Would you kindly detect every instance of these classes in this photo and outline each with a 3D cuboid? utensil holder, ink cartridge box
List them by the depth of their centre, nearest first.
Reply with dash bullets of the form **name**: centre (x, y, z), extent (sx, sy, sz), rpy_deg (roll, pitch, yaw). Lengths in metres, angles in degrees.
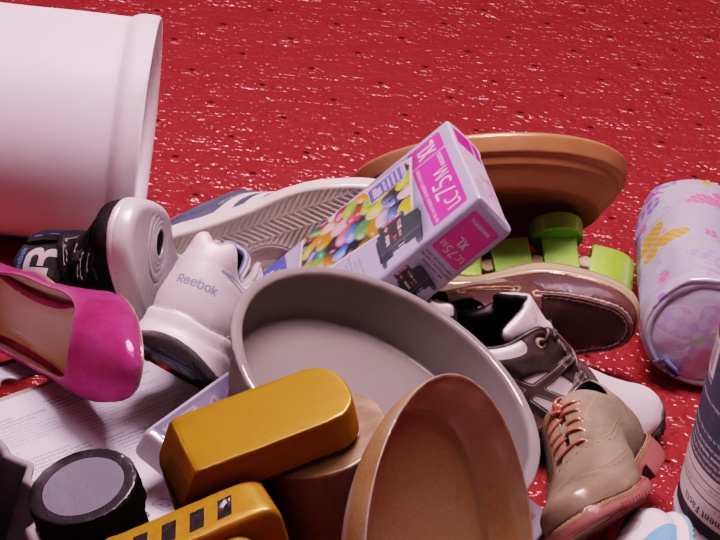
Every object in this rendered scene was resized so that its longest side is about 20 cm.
- **ink cartridge box**: centre (-0.152, 0.112, 1.354), extent (0.200, 0.041, 0.200), rpy_deg (27, 28, 32)
- **ink cartridge box**: centre (0.000, 0.000, 1.490), extent (0.042, 0.200, 0.119), rpy_deg (43, 14, -25)
- **utensil holder**: centre (-0.247, -0.105, 1.627), extent (0.200, 0.170, 0.170), rpy_deg (6, 26, -3)

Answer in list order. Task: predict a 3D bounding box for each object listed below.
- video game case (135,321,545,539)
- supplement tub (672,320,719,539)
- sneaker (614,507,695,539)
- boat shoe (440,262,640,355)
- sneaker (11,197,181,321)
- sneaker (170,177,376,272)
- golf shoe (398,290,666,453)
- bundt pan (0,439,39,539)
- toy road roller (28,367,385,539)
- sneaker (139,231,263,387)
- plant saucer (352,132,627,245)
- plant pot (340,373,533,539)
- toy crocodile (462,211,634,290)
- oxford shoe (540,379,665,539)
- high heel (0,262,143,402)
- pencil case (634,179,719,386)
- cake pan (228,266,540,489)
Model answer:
- **video game case**: centre (-0.004, 0.124, 1.336), extent (0.200, 0.023, 0.182), rpy_deg (37, 32, 11)
- **supplement tub**: centre (0.258, 0.105, 1.335), extent (0.140, 0.200, 0.140), rpy_deg (8, 26, -4)
- **sneaker**: centre (0.138, 0.185, 1.273), extent (0.081, 0.077, 0.200), rpy_deg (9, 23, 7)
- **boat shoe**: centre (0.089, 0.039, 1.570), extent (0.200, 0.072, 0.072), rpy_deg (6, 33, 1)
- **sneaker**: centre (-0.174, 0.000, 1.478), extent (0.112, 0.073, 0.200), rpy_deg (7, -14, 8)
- **sneaker**: centre (-0.053, -0.031, 1.598), extent (0.200, 0.075, 0.085), rpy_deg (-9, 19, 9)
- **golf shoe**: centre (0.116, 0.065, 1.481), extent (0.200, 0.095, 0.078), rpy_deg (8, 22, -25)
- **bundt pan**: centre (-0.264, 0.146, 1.201), extent (0.202, 0.076, 0.202), rpy_deg (8, 25, -4)
- **toy road roller**: centre (-0.059, 0.155, 1.159), extent (0.200, 0.123, 0.146), rpy_deg (-22, 36, -12)
- **sneaker**: centre (-0.085, 0.029, 1.438), extent (0.074, 0.087, 0.200), rpy_deg (23, -6, 4)
- **plant saucer**: centre (0.093, -0.052, 1.678), extent (0.200, 0.037, 0.200), rpy_deg (-3, -14, -1)
- **plant pot**: centre (0.037, 0.153, 1.183), extent (0.027, 0.200, 0.200), rpy_deg (-3, 18, 28)
- **toy crocodile**: centre (0.100, 0.001, 1.659), extent (0.200, 0.062, 0.068), rpy_deg (0, 62, -9)
- **oxford shoe**: centre (0.127, 0.113, 1.371), extent (0.075, 0.070, 0.200), rpy_deg (56, 13, 0)
- **high heel**: centre (-0.202, 0.029, 1.373), extent (0.096, 0.067, 0.200), rpy_deg (8, 16, -33)
- **pencil case**: centre (0.243, 0.007, 1.667), extent (0.091, 0.083, 0.200), rpy_deg (39, 22, -14)
- **cake pan**: centre (0.009, 0.078, 1.355), extent (0.200, 0.037, 0.200), rpy_deg (21, 33, -15)
